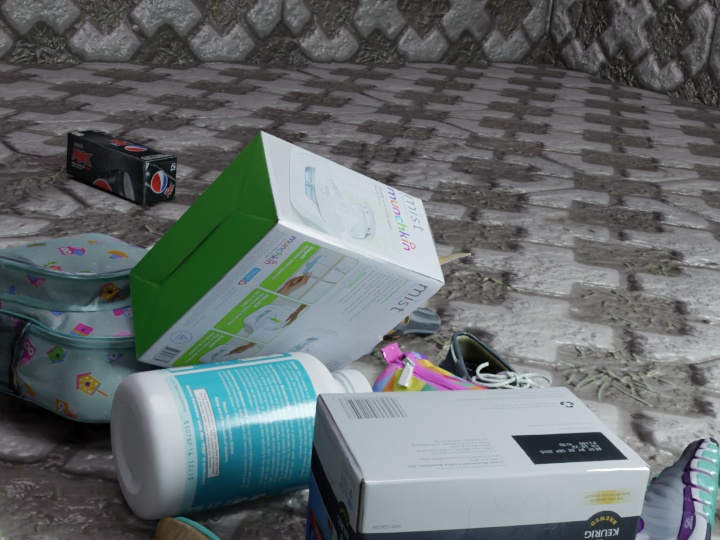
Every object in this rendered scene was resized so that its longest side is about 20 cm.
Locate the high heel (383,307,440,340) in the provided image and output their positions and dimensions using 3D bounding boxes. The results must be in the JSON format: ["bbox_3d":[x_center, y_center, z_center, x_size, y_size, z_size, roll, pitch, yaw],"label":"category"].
[{"bbox_3d":[-0.018,0.020,1.242,0.199,0.072,0.142,25,7,27],"label":"high heel"}]

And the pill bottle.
[{"bbox_3d":[-0.088,0.125,0.887,0.198,0.112,0.111,-5,21,-29],"label":"pill bottle"}]

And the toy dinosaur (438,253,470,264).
[{"bbox_3d":[0.000,0.000,1.105,0.198,0.059,0.101,-11,39,-26],"label":"toy dinosaur"}]

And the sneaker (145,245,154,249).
[{"bbox_3d":[-0.187,0.009,1.265,0.084,0.074,0.200,12,18,28],"label":"sneaker"}]

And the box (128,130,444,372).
[{"bbox_3d":[-0.063,0.008,0.926,0.175,0.200,0.097,18,44,-37],"label":"box"}]

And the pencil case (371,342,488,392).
[{"bbox_3d":[0.089,0.135,0.956,0.088,0.089,0.199,-11,26,-42],"label":"pencil case"}]

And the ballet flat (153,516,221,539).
[{"bbox_3d":[-0.082,0.221,0.702,0.199,0.068,0.072,24,45,35],"label":"ballet flat"}]

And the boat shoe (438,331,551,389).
[{"bbox_3d":[0.132,0.117,1.052,0.074,0.062,0.200,1,19,-18],"label":"boat shoe"}]

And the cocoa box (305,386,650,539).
[{"bbox_3d":[0.072,0.168,0.771,0.198,0.133,0.133,0,19,-16],"label":"cocoa box"}]

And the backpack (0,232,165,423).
[{"bbox_3d":[-0.240,0.052,1.008,0.199,0.155,0.175,24,19,28],"label":"backpack"}]

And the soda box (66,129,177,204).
[{"bbox_3d":[-0.368,-0.160,1.722,0.199,0.072,0.063,21,23,38],"label":"soda box"}]

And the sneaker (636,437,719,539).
[{"bbox_3d":[0.232,0.181,0.878,0.087,0.075,0.200,6,18,19],"label":"sneaker"}]
